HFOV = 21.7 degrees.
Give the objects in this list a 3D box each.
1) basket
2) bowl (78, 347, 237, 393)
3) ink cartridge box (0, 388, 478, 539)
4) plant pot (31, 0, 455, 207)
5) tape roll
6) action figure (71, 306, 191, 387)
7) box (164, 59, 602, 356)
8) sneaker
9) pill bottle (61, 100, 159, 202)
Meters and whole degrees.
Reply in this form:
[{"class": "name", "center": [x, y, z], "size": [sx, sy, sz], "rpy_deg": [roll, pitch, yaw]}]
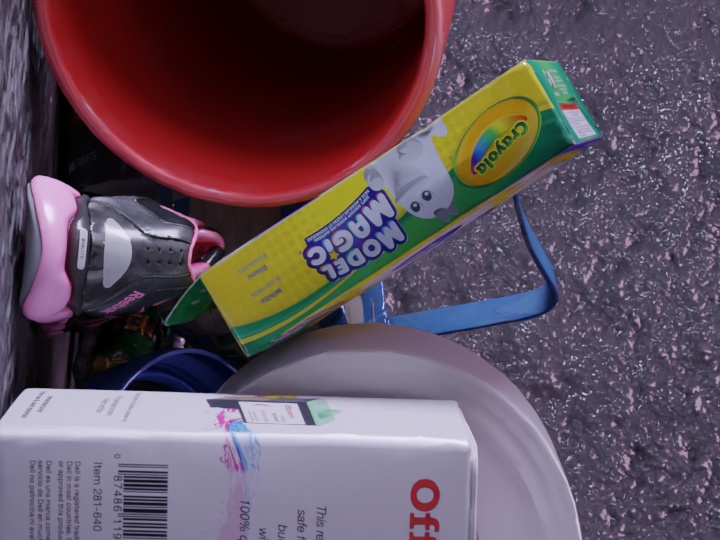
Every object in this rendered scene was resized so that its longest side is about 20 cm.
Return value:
[{"class": "basket", "center": [0.000, 0.000, 1.020], "size": [0.177, 0.198, 0.140], "rpy_deg": [58, 18, -57]}, {"class": "bowl", "center": [-0.100, 0.140, 0.949], "size": [0.200, 0.039, 0.203], "rpy_deg": [9, 80, -61]}, {"class": "ink cartridge box", "center": [-0.052, 0.131, 0.805], "size": [0.084, 0.198, 0.146], "rpy_deg": [-91, -177, -81]}, {"class": "plant pot", "center": [-0.035, -0.151, 0.927], "size": [0.177, 0.199, 0.202], "rpy_deg": [-52, 149, -62]}, {"class": "tape roll", "center": [0.004, 0.130, 0.883], "size": [0.071, 0.201, 0.204], "rpy_deg": [-90, -179, -82]}, {"class": "action figure", "center": [-0.140, 0.027, 1.218], "size": [0.201, 0.117, 0.055], "rpy_deg": [-78, 174, -47]}, {"class": "box", "center": [0.011, -0.023, 0.853], "size": [0.049, 0.199, 0.117], "rpy_deg": [60, 15, 2]}, {"class": "sneaker", "center": [-0.114, -0.006, 0.919], "size": [0.200, 0.094, 0.080], "rpy_deg": [-163, -107, -84]}, {"class": "pill bottle", "center": [-0.121, -0.118, 1.112], "size": [0.106, 0.105, 0.202], "rpy_deg": [101, -11, -66]}]
